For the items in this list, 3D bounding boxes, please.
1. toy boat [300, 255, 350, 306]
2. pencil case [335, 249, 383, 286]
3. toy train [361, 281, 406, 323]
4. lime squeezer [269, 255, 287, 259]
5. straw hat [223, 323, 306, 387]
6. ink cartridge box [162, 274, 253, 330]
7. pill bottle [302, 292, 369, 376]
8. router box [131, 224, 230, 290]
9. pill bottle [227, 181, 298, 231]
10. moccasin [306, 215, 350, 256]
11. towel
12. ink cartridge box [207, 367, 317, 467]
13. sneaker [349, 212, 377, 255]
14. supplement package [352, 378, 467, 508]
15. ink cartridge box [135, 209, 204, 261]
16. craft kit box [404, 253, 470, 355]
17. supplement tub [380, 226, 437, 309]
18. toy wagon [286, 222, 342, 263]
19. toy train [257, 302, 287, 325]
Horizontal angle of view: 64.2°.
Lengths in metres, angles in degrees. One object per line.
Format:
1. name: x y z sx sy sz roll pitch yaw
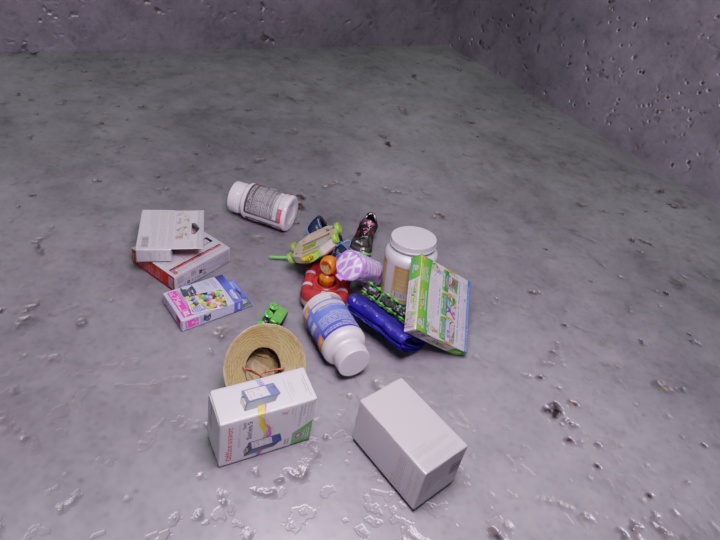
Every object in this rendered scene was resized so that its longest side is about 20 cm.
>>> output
1. toy boat: -0.089 0.019 1.543 0.129 0.132 0.201 9 37 -1
2. pencil case: 0.000 0.000 1.545 0.084 0.086 0.200 36 6 21
3. toy train: 0.081 0.092 1.497 0.199 0.056 0.042 34 81 30
4. lime squeezer: -0.166 -0.051 1.693 0.198 0.038 0.071 -14 43 -28
5. straw hat: -0.222 0.219 1.275 0.199 0.204 0.085 -11 0 -26
6. ink cartridge box: -0.389 0.074 1.475 0.199 0.042 0.119 -18 46 -35
7. pill bottle: -0.057 0.155 1.391 0.111 0.113 0.200 -9 41 -25
8. router box: -0.494 -0.044 1.593 0.178 0.049 0.200 30 41 24
9. pill bottle: -0.306 -0.206 1.796 0.198 0.115 0.114 19 37 10
10. moccasin: -0.084 -0.083 1.696 0.200 0.068 0.080 45 26 16
11. towel: 0.062 0.138 1.461 0.199 0.050 0.147 36 5 30
12. ink cartridge box: -0.198 0.292 1.148 0.198 0.146 0.088 -8 44 -25
13. sneaker: 0.012 -0.115 1.782 0.076 0.084 0.201 10 37 1
14. supplement package: 0.094 0.344 1.162 0.119 0.122 0.200 -20 47 -34
15. ink cartridge box: -0.519 -0.099 1.581 0.171 0.044 0.201 -1 37 -14
16. craft kit box: 0.198 0.089 1.448 0.197 0.048 0.202 29 58 -37
17. supplement tub: 0.132 -0.003 1.561 0.143 0.202 0.145 4 33 -3
18. toy wagon: -0.129 -0.063 1.587 0.154 0.040 0.201 -23 24 15
19. toy train: -0.234 0.155 1.394 0.056 0.042 0.201 30 42 -4
